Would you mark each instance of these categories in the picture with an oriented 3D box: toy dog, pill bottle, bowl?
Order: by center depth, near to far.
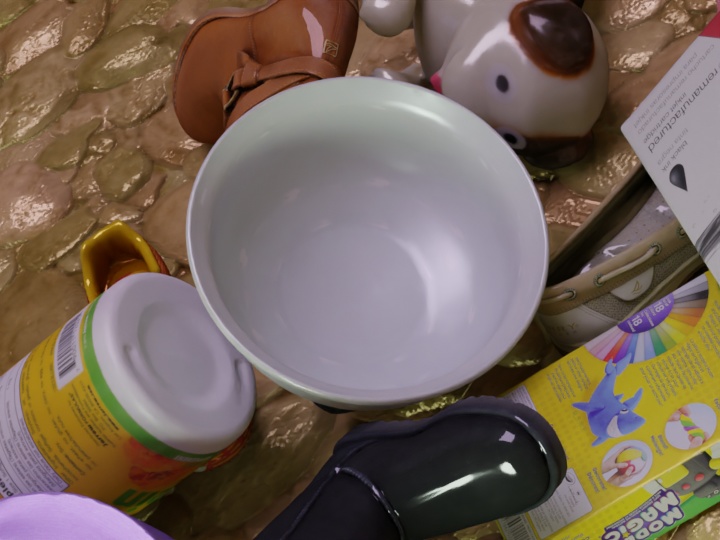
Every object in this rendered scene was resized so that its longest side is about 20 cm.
[{"bbox_3d":[0.000,0.000,1.679,0.200,0.090,0.202,3,63,-6],"label":"bowl"},{"bbox_3d":[-0.162,0.095,1.733,0.200,0.111,0.111,-37,34,36],"label":"pill bottle"},{"bbox_3d":[0.089,-0.147,1.835,0.193,0.140,0.200,1,40,-11],"label":"toy dog"}]

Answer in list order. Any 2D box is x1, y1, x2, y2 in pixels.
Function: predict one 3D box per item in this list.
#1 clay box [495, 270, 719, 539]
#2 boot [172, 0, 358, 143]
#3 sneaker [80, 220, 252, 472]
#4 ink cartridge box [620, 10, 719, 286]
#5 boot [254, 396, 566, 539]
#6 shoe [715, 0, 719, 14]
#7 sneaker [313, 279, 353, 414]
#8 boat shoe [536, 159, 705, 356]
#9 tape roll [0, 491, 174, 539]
[{"bbox_3d":[0.158,0.080,1.615,0.199,0.048,0.115,-30,42,5],"label":"clay box"},{"bbox_3d":[-0.064,-0.098,1.872,0.200,0.076,0.156,-38,35,41],"label":"boot"},{"bbox_3d":[-0.126,0.048,1.813,0.073,0.077,0.200,-35,45,-2],"label":"sneaker"},{"bbox_3d":[0.240,-0.055,1.558,0.147,0.083,0.200,-51,37,20],"label":"ink cartridge box"},{"bbox_3d":[-0.005,0.151,1.525,0.164,0.066,0.200,-16,20,49],"label":"boot"},{"bbox_3d":[0.295,-0.163,1.709,0.199,0.072,0.091,-16,39,16],"label":"shoe"},{"bbox_3d":[-0.011,0.008,1.795,0.086,0.077,0.201,-32,38,40],"label":"sneaker"},{"bbox_3d":[0.171,-0.038,1.707,0.201,0.063,0.073,-46,42,-12],"label":"boat shoe"},{"bbox_3d":[-0.166,0.224,1.624,0.199,0.066,0.201,-7,70,20],"label":"tape roll"}]
